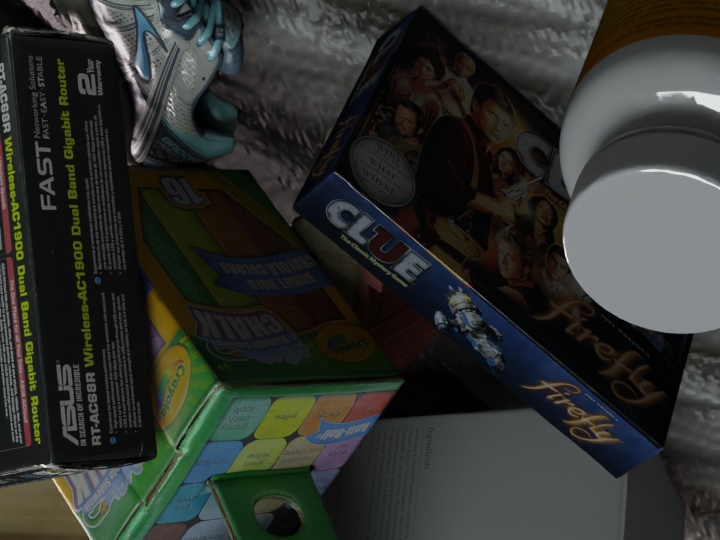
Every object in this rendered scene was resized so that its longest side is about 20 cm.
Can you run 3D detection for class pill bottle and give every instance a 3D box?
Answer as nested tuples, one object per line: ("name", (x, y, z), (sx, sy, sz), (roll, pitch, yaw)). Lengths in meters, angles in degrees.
("pill bottle", (0.144, -0.068, 0.909), (0.111, 0.200, 0.111), (11, 131, 13))

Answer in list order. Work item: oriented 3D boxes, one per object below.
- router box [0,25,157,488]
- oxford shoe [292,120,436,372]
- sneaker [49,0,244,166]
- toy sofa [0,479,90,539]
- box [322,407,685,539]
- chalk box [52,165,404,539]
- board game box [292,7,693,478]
("router box", (-0.172, 0.001, 1.025), (0.150, 0.062, 0.200), (-14, 80, 45))
("oxford shoe", (0.000, 0.000, 1.132), (0.075, 0.070, 0.200), (45, 143, 23))
("sneaker", (-0.097, -0.130, 1.049), (0.086, 0.078, 0.200), (4, 138, 7))
("toy sofa", (-0.166, 0.131, 1.212), (0.200, 0.083, 0.098), (-1, 158, 27))
("box", (0.059, 0.144, 1.163), (0.200, 0.098, 0.124), (-6, 147, 21))
("chalk box", (-0.076, 0.058, 1.062), (0.200, 0.124, 0.124), (51, 122, 30))
("board game box", (0.072, -0.015, 1.028), (0.200, 0.136, 0.035), (40, 131, -14))
